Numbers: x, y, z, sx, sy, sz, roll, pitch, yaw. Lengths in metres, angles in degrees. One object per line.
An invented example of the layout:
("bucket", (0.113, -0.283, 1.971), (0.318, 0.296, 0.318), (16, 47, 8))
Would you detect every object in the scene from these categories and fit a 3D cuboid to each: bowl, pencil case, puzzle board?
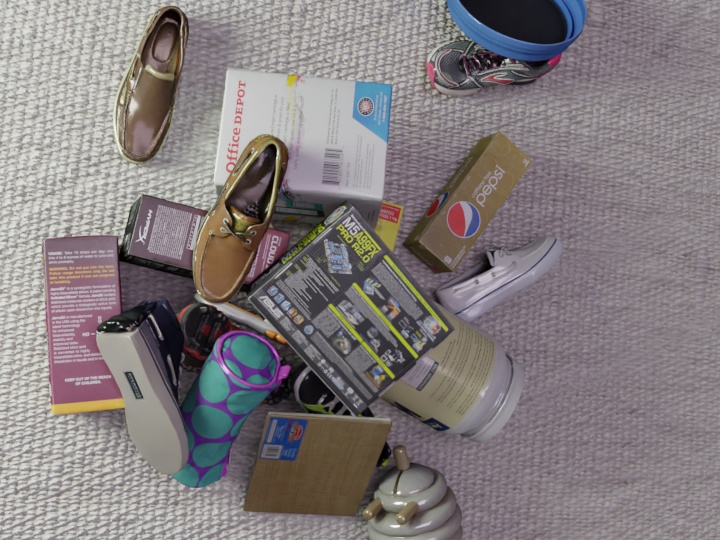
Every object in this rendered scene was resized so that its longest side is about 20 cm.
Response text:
("bowl", (0.214, -0.368, 1.332), (0.200, 0.039, 0.201), (8, 54, -11))
("pencil case", (-0.165, 0.166, 1.137), (0.092, 0.085, 0.200), (28, 124, -6))
("puzzle board", (-0.057, 0.241, 1.191), (0.150, 0.200, 0.017), (6, 42, -13))

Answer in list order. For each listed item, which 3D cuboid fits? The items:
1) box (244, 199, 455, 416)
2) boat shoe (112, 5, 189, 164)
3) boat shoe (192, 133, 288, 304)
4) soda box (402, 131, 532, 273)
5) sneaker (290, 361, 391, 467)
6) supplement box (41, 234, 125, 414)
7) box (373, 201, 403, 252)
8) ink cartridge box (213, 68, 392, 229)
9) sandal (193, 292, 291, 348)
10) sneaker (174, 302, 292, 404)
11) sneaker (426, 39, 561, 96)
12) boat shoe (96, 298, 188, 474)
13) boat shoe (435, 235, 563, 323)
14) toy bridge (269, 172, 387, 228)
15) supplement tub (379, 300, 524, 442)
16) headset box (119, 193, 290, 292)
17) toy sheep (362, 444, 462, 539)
("box", (-0.011, 0.046, 1.119), (0.160, 0.044, 0.200), (-42, 109, -1))
("boat shoe", (-0.260, -0.234, 1.191), (0.074, 0.075, 0.203), (12, 83, -18))
("boat shoe", (-0.136, -0.056, 1.059), (0.072, 0.068, 0.201), (18, 92, -11))
("soda box", (0.148, -0.094, 1.329), (0.068, 0.064, 0.200), (40, 75, -13))
("sneaker", (-0.013, 0.181, 1.211), (0.072, 0.083, 0.200), (-47, 132, -13))
("supplement box", (-0.327, 0.062, 1.134), (0.085, 0.110, 0.201), (-3, 88, -19))
("box", (0.000, 0.000, 1.235), (0.075, 0.050, 0.201), (16, 58, 1))
("ink cartridge box", (-0.069, -0.145, 1.181), (0.199, 0.146, 0.147), (6, 78, -1))
("sandal", (-0.109, 0.057, 1.226), (0.206, 0.079, 0.059), (26, 82, -14))
("sneaker", (-0.171, 0.106, 1.208), (0.200, 0.098, 0.071), (40, 59, -37))
("sneaker", (0.186, -0.298, 1.347), (0.199, 0.075, 0.081), (-14, 91, -18))
("boat shoe", (-0.225, 0.127, 1.097), (0.093, 0.074, 0.201), (-48, 130, -54))
("boat shoe", (0.194, -0.001, 1.334), (0.200, 0.074, 0.067), (-36, 101, -16))
("toy bridge", (-0.059, -0.117, 1.279), (0.200, 0.027, 0.067), (-28, 95, -17))
("supplement tub", (0.099, 0.126, 1.258), (0.200, 0.145, 0.145), (31, 78, -15))
("headset box", (-0.184, -0.025, 1.168), (0.199, 0.149, 0.078), (14, 84, -17))
("toy sheep", (0.068, 0.321, 1.244), (0.137, 0.138, 0.201), (-14, 108, -19))
